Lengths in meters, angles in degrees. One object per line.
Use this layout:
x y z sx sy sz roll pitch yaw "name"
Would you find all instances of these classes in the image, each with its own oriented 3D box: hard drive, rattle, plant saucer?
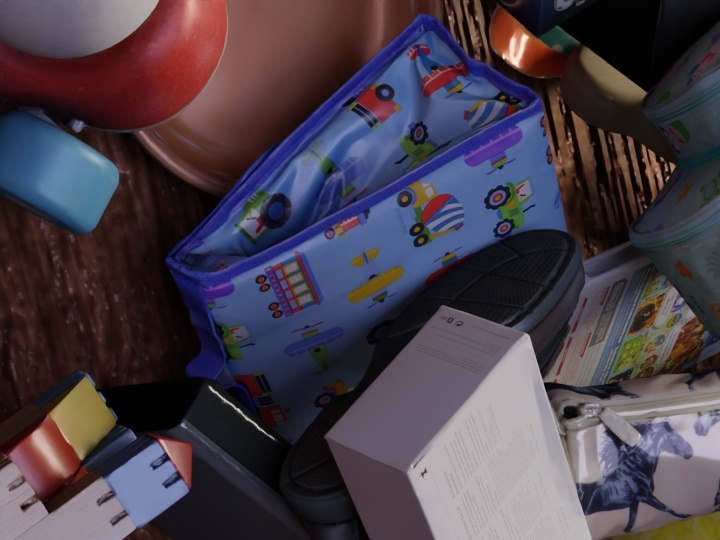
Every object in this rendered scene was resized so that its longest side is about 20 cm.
-0.045 0.122 0.832 0.200 0.139 0.033 42 62 -24 "hard drive"
0.152 -0.082 0.997 0.198 0.143 0.131 4 63 -12 "rattle"
-0.050 -0.134 0.874 0.199 0.037 0.202 -3 95 -30 "plant saucer"

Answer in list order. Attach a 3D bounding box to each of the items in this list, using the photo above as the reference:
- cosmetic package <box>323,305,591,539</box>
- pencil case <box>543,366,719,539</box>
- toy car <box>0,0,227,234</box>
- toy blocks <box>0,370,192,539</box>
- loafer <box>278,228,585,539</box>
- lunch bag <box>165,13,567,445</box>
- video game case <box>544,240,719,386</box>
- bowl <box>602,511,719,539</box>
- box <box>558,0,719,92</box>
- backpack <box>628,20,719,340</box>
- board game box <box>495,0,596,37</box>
0.052 0.117 0.741 0.083 0.050 0.201 -47 136 -29 "cosmetic package"
0.177 0.077 0.834 0.198 0.090 0.078 -11 65 -6 "pencil case"
-0.139 -0.139 0.707 0.176 0.200 0.185 29 82 0 "toy car"
-0.148 0.098 0.727 0.136 0.200 0.100 -35 100 -16 "toy blocks"
0.039 0.059 0.793 0.200 0.072 0.063 -43 126 -32 "loafer"
0.000 0.000 0.858 0.200 0.094 0.151 -38 143 -14 "lunch bag"
0.142 0.031 0.952 0.199 0.018 0.144 -22 146 -27 "video game case"
0.162 0.156 0.958 0.107 0.200 0.202 11 86 13 "bowl"
0.175 -0.206 0.933 0.200 0.141 0.079 -36 147 -23 "box"
0.223 -0.062 0.838 0.151 0.177 0.200 45 80 -6 "backpack"
0.120 -0.211 0.870 0.199 0.135 0.035 -33 149 -21 "board game box"
